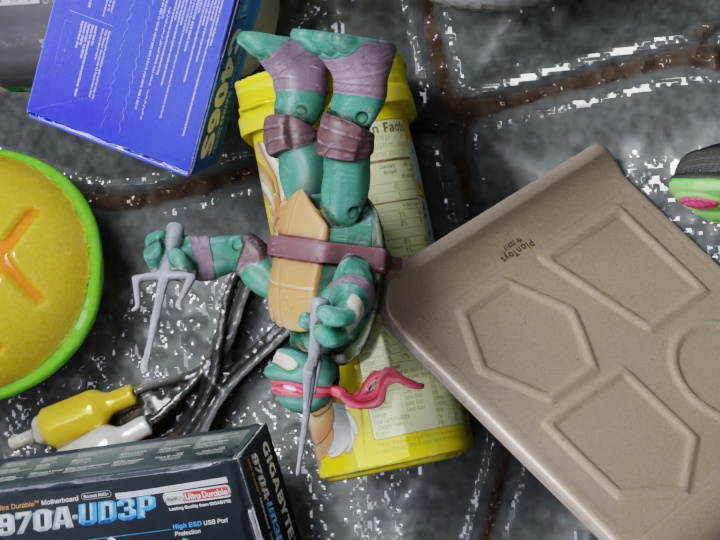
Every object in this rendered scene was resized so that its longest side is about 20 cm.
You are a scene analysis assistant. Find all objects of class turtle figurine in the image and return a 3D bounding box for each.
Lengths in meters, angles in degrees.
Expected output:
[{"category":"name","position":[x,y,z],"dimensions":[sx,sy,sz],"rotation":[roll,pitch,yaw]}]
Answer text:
[{"category":"turtle figurine","position":[-0.031,-0.009,1.375],"dimensions":[0.149,0.100,0.201],"rotation":[5,88,43]}]

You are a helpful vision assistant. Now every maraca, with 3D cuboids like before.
[{"category":"maraca","position":[-0.228,0.006,1.598],"dimensions":[0.199,0.107,0.138],"rotation":[-8,78,20]}]

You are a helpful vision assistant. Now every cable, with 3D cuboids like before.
[{"category":"cable","position":[-0.091,0.071,1.575],"dimensions":[0.200,0.050,0.097],"rotation":[-40,79,16]}]

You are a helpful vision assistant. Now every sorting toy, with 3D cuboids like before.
[{"category":"sorting toy","position":[0.126,0.048,1.442],"dimensions":[0.200,0.185,0.037],"rotation":[48,139,13]}]

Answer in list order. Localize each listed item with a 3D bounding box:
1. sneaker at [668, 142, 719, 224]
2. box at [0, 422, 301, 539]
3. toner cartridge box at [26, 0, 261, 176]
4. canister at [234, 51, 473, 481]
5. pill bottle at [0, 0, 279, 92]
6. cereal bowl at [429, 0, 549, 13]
[{"category":"sneaker","position":[0.243,-0.078,1.451],"dimensions":[0.199,0.077,0.084],"rotation":[-23,63,15]},{"category":"box","position":[-0.125,0.172,1.559],"dimensions":[0.199,0.046,0.160],"rotation":[-9,108,21]},{"category":"toner cartridge box","position":[-0.093,-0.157,1.465],"dimensions":[0.095,0.043,0.201],"rotation":[21,107,13]},{"category":"canister","position":[0.000,0.000,1.491],"dimensions":[0.086,0.149,0.201],"rotation":[-12,87,3]},{"category":"pill bottle","position":[-0.152,-0.153,1.571],"dimensions":[0.199,0.113,0.114],"rotation":[-2,88,21]},{"category":"cereal bowl","position":[0.038,-0.212,1.463],"dimensions":[0.199,0.083,0.201],"rotation":[28,137,29]}]
